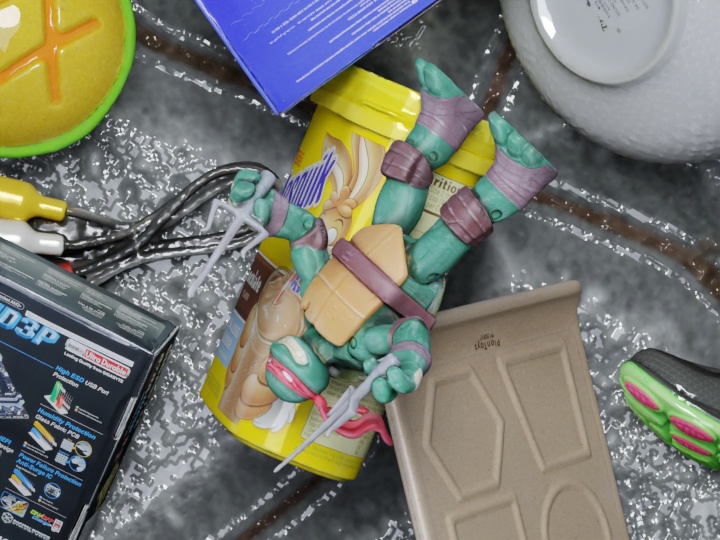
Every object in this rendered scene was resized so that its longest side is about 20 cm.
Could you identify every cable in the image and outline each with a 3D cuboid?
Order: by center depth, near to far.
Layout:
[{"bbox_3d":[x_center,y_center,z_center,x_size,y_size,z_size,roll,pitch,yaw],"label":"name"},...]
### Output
[{"bbox_3d":[-0.139,-0.011,1.624,0.199,0.050,0.098,-3,93,3],"label":"cable"}]

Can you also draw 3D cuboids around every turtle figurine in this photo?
[{"bbox_3d":[0.000,0.000,1.451,0.150,0.101,0.200,40,89,24],"label":"turtle figurine"}]

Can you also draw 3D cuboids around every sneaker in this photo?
[{"bbox_3d":[0.237,0.072,1.609,0.199,0.077,0.084,12,73,-1],"label":"sneaker"}]

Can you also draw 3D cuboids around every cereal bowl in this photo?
[{"bbox_3d":[0.147,-0.150,1.547,0.199,0.083,0.201,13,110,38],"label":"cereal bowl"}]

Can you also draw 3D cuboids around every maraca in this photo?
[{"bbox_3d":[-0.217,-0.142,1.598,0.199,0.107,0.138,27,83,2],"label":"maraca"}]

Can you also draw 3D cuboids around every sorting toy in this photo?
[{"bbox_3d":[0.076,0.115,1.568,0.036,0.185,0.201,-8,92,37],"label":"sorting toy"}]

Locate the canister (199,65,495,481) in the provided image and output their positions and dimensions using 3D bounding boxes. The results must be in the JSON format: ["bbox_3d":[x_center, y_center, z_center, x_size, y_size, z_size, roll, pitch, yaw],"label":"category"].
[{"bbox_3d":[-0.008,-0.002,1.571,0.086,0.149,0.201,21,94,-15],"label":"canister"}]

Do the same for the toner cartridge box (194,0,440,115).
[{"bbox_3d":[0.013,-0.175,1.508,0.200,0.043,0.095,-34,96,13],"label":"toner cartridge box"}]

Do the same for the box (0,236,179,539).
[{"bbox_3d":[-0.219,0.058,1.602,0.199,0.046,0.160,26,114,2],"label":"box"}]
